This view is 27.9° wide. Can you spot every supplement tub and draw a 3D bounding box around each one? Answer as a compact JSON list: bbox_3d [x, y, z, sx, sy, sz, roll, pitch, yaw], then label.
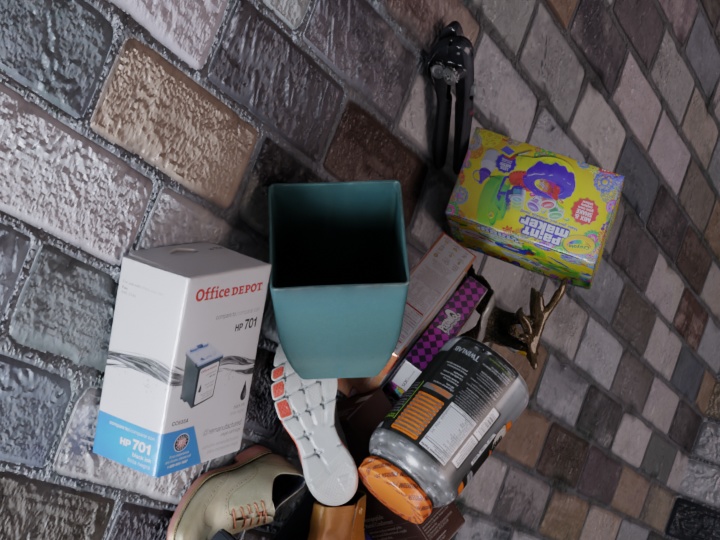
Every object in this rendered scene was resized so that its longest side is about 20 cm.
[{"bbox_3d":[0.093,0.185,1.668,0.200,0.122,0.123,-49,145,-20],"label":"supplement tub"}]

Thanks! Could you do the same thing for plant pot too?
[{"bbox_3d":[-0.024,0.025,1.557,0.201,0.140,0.142,90,-3,-50],"label":"plant pot"}]

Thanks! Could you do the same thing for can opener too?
[{"bbox_3d":[0.118,-0.207,1.808,0.079,0.063,0.201,-42,140,-45],"label":"can opener"}]

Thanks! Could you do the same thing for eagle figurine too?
[{"bbox_3d":[0.172,0.075,1.960,0.151,0.199,0.152,-31,116,-33],"label":"eagle figurine"}]

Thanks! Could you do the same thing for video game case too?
[{"bbox_3d":[0.073,0.121,1.844,0.200,0.036,0.182,-48,172,-48],"label":"video game case"}]

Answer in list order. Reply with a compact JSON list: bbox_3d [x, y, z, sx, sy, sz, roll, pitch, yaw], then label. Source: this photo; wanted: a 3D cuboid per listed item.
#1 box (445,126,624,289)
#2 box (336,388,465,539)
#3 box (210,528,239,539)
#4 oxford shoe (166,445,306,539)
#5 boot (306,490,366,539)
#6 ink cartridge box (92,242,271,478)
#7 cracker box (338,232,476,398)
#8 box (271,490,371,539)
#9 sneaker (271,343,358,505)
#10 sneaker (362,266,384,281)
[{"bbox_3d":[0.227,-0.077,1.887,0.193,0.199,0.123,55,55,-78],"label":"box"},{"bbox_3d":[0.029,0.250,1.755,0.075,0.100,0.201,-37,98,-39],"label":"box"},{"bbox_3d":[-0.151,0.396,1.500,0.200,0.160,0.044,-49,148,-6],"label":"box"},{"bbox_3d":[-0.135,0.256,1.592,0.200,0.073,0.071,-37,136,-49],"label":"oxford shoe"},{"bbox_3d":[-0.009,0.333,1.720,0.201,0.070,0.145,13,88,-63],"label":"boot"},{"bbox_3d":[-0.173,0.084,1.416,0.146,0.085,0.201,-11,116,-59],"label":"ink cartridge box"},{"bbox_3d":[0.054,0.062,1.794,0.200,0.058,0.134,-49,173,-37],"label":"cracker box"},{"bbox_3d":[-0.034,0.346,1.831,0.200,0.078,0.142,-50,148,-36],"label":"box"},{"bbox_3d":[-0.057,0.171,1.667,0.082,0.077,0.201,130,-52,-85],"label":"sneaker"},{"bbox_3d":[0.000,0.000,1.677,0.079,0.089,0.201,-50,151,-36],"label":"sneaker"}]
